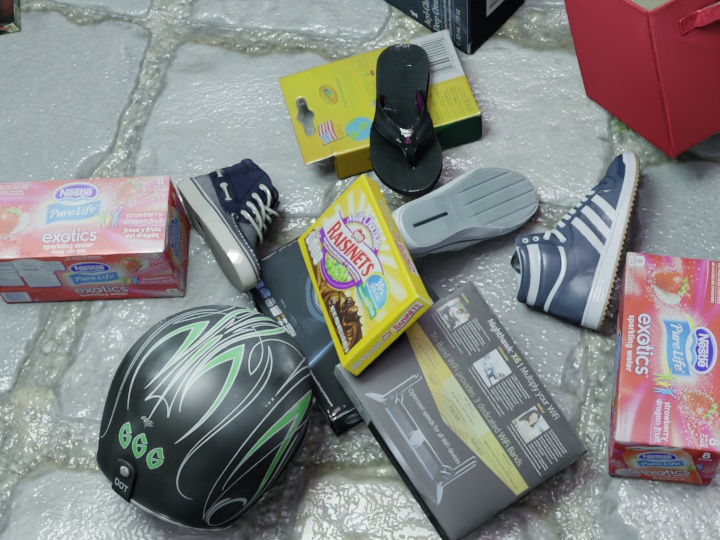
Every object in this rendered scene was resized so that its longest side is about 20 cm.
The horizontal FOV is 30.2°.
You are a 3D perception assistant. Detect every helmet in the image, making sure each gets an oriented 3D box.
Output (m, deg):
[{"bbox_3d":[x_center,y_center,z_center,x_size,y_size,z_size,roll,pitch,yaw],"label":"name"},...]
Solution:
[{"bbox_3d":[-0.140,0.126,1.250,0.200,0.200,0.191,34,99,21],"label":"helmet"}]

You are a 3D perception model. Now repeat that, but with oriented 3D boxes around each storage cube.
[{"bbox_3d":[0.331,-0.258,1.380,0.171,0.180,0.200,-28,38,-9],"label":"storage cube"}]

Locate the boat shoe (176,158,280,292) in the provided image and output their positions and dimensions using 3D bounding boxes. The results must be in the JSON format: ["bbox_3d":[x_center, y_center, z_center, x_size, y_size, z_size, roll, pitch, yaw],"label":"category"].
[{"bbox_3d":[-0.120,-0.056,1.380,0.093,0.075,0.200,-25,39,-11],"label":"boat shoe"}]

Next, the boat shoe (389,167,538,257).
[{"bbox_3d":[0.094,-0.058,1.375,0.200,0.067,0.074,-13,80,-37],"label":"boat shoe"}]

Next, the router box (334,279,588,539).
[{"bbox_3d":[0.093,0.134,1.265,0.157,0.052,0.200,-32,80,-10],"label":"router box"}]

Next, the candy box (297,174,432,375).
[{"bbox_3d":[0.000,0.000,1.278,0.102,0.026,0.200,-43,38,16],"label":"candy box"}]

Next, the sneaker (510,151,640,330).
[{"bbox_3d":[0.219,-0.043,1.367,0.108,0.070,0.200,14,67,11],"label":"sneaker"}]

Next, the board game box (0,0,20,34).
[{"bbox_3d":[-0.476,-0.369,1.645,0.105,0.023,0.200,-11,62,3],"label":"board game box"}]

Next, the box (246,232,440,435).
[{"bbox_3d":[-0.008,0.045,1.359,0.160,0.044,0.200,-29,63,-9],"label":"box"}]

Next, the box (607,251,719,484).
[{"bbox_3d":[0.293,0.092,1.271,0.100,0.096,0.200,6,63,8],"label":"box"}]

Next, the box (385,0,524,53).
[{"bbox_3d":[0.080,-0.370,1.512,0.200,0.148,0.107,38,71,23],"label":"box"}]

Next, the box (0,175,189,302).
[{"bbox_3d":[-0.288,-0.032,1.398,0.200,0.103,0.095,-3,62,6],"label":"box"}]

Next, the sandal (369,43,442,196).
[{"bbox_3d":[0.042,-0.166,1.400,0.075,0.048,0.201,-8,57,5],"label":"sandal"}]

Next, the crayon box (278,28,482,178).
[{"bbox_3d":[0.021,-0.181,1.473,0.200,0.051,0.127,-15,61,-3],"label":"crayon box"}]
